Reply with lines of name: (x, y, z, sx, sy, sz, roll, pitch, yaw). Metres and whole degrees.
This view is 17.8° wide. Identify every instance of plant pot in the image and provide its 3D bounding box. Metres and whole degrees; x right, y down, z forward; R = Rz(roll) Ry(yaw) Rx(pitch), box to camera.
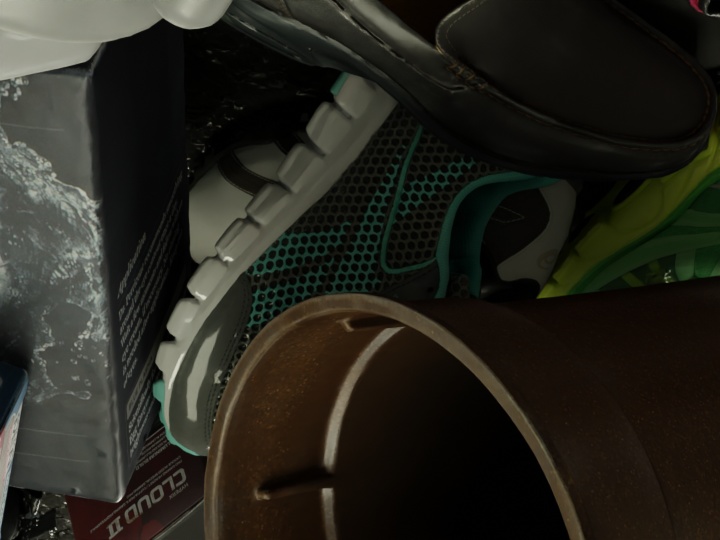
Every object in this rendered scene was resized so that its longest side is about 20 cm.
plant pot: (0.082, 0.091, 0.824, 0.198, 0.201, 0.200, -11, 167, -39)

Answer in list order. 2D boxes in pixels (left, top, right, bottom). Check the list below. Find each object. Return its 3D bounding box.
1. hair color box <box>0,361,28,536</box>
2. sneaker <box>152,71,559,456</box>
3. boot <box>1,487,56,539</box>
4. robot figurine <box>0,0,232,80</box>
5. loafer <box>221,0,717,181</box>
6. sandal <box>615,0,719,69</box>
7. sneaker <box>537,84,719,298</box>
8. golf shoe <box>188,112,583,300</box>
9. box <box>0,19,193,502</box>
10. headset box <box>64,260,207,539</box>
hair color box: (-0.227, 0.059, 0.828, 0.199, 0.061, 0.100, 17, 131, 1)
sneaker: (0.000, 0.000, 0.868, 0.091, 0.200, 0.078, 40, -166, 16)
boot: (-0.232, 0.071, 1.076, 0.198, 0.163, 0.073, 14, 174, -13)
robot figurine: (-0.082, -0.148, 0.674, 0.170, 0.113, 0.200, 45, 127, 17)
loafer: (0.039, -0.088, 0.803, 0.200, 0.073, 0.072, 19, 158, -10)
sandal: (0.141, -0.119, 0.770, 0.075, 0.045, 0.200, 16, 150, -14)
sneaker: (0.134, -0.006, 0.928, 0.084, 0.074, 0.200, 40, 145, -3)
golf shoe: (-0.002, -0.014, 0.947, 0.200, 0.095, 0.078, -14, 146, 36)
box: (-0.171, -0.034, 0.854, 0.196, 0.118, 0.200, 8, 129, 8)
headset box: (-0.062, 0.089, 1.028, 0.077, 0.200, 0.149, -38, 134, 17)
